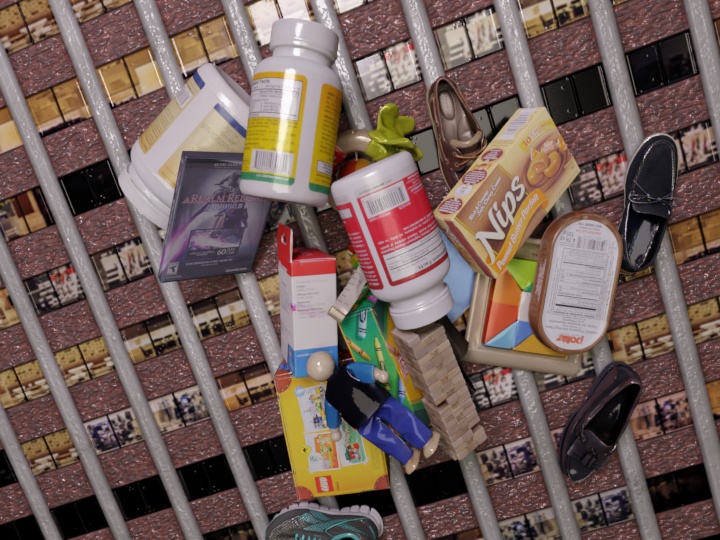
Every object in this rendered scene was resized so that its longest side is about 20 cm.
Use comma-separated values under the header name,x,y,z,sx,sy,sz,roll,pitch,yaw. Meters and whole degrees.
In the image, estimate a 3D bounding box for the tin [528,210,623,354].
name,x,y,z,sx,sy,sz,roll,pitch,yaw
tin,0.303,0.019,0.751,0.109,0.042,0.205,7,97,2

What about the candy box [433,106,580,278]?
name,x,y,z,sx,sy,sz,roll,pitch,yaw
candy box,0.198,-0.105,0.717,0.201,0.055,0.115,-49,117,-8

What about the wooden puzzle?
name,x,y,z,sx,sy,sz,roll,pitch,yaw
wooden puzzle,0.254,0.055,0.787,0.181,0.037,0.205,8,102,-2

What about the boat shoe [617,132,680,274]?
name,x,y,z,sx,sy,sz,roll,pitch,yaw
boat shoe,0.406,-0.091,0.749,0.073,0.062,0.205,13,99,3

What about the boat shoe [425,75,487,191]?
name,x,y,z,sx,sy,sz,roll,pitch,yaw
boat shoe,0.143,-0.173,0.746,0.071,0.072,0.204,-17,98,6

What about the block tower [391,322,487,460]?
name,x,y,z,sx,sy,sz,roll,pitch,yaw
block tower,0.111,0.161,0.724,0.057,0.054,0.203,-30,108,-17

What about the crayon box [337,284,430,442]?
name,x,y,z,sx,sy,sz,roll,pitch,yaw
crayon box,0.044,0.127,0.767,0.057,0.119,0.203,-18,103,22

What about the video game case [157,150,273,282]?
name,x,y,z,sx,sy,sz,roll,pitch,yaw
video game case,-0.191,-0.070,0.726,0.019,0.141,0.202,51,132,32

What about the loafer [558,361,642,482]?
name,x,y,z,sx,sy,sz,roll,pitch,yaw
loafer,0.362,0.237,0.805,0.071,0.063,0.204,22,100,0

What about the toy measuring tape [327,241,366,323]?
name,x,y,z,sx,sy,sz,roll,pitch,yaw
toy measuring tape,0.000,0.000,0.750,0.073,0.074,0.202,33,56,-3

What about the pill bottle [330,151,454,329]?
name,x,y,z,sx,sy,sz,roll,pitch,yaw
pill bottle,0.047,-0.035,0.671,0.110,0.112,0.204,-21,102,7

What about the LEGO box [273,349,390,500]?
name,x,y,z,sx,sy,sz,roll,pitch,yaw
LEGO box,-0.040,0.236,0.823,0.145,0.077,0.205,-8,99,5

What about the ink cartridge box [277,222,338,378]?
name,x,y,z,sx,sy,sz,roll,pitch,yaw
ink cartridge box,-0.078,0.036,0.766,0.066,0.116,0.205,-4,100,-18

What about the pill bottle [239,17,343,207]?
name,x,y,z,sx,sy,sz,roll,pitch,yaw
pill bottle,-0.080,-0.186,0.644,0.110,0.113,0.205,8,95,2

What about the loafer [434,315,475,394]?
name,x,y,z,sx,sy,sz,roll,pitch,yaw
loafer,0.123,0.104,0.780,0.070,0.073,0.204,-13,108,14

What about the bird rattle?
name,x,y,z,sx,sy,sz,roll,pitch,yaw
bird rattle,-0.010,-0.148,0.748,0.195,0.113,0.166,-5,120,4

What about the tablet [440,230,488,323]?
name,x,y,z,sx,sy,sz,roll,pitch,yaw
tablet,0.117,0.014,0.809,0.130,0.014,0.200,44,99,-4

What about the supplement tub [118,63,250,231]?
name,x,y,z,sx,sy,sz,roll,pitch,yaw
supplement tub,-0.221,-0.162,0.735,0.200,0.144,0.145,-44,95,9

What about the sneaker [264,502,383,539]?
name,x,y,z,sx,sy,sz,roll,pitch,yaw
sneaker,-0.062,0.427,0.849,0.195,0.091,0.079,-7,98,5

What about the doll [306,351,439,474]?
name,x,y,z,sx,sy,sz,roll,pitch,yaw
doll,0.005,0.184,0.705,0.199,0.049,0.137,41,115,-1
